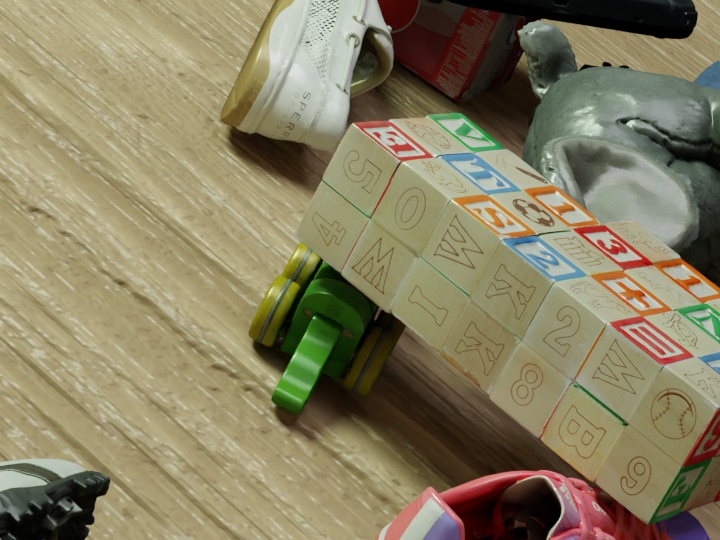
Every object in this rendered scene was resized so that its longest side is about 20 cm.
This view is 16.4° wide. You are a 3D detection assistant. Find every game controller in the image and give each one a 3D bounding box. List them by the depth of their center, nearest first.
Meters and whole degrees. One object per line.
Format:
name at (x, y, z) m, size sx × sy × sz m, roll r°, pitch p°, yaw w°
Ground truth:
game controller at (0.093, -0.165, 1.368) m, size 0.199 × 0.042 × 0.104 m, roll 5°, pitch 21°, yaw -38°

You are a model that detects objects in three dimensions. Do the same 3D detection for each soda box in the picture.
soda box at (0.005, -0.178, 1.408) m, size 0.200 × 0.064 × 0.070 m, roll 36°, pitch 29°, yaw 15°

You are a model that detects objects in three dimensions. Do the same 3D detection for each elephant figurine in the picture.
elephant figurine at (0.114, -0.005, 1.161) m, size 0.154 × 0.142 × 0.200 m, roll 8°, pitch 36°, yaw 28°

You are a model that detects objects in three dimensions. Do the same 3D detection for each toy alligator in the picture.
toy alligator at (0.000, 0.000, 1.115) m, size 0.059 × 0.054 × 0.200 m, roll 28°, pitch 28°, yaw 2°

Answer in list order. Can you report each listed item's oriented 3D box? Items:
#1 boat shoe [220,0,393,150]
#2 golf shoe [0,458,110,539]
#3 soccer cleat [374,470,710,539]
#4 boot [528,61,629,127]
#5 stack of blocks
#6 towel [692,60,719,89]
boat shoe at (-0.017, -0.116, 1.286) m, size 0.069 × 0.071 × 0.200 m, roll 28°, pitch 34°, yaw -6°
golf shoe at (-0.163, 0.087, 0.806) m, size 0.094 × 0.078 × 0.200 m, roll 38°, pitch 29°, yaw 21°
soccer cleat at (0.080, 0.110, 0.980) m, size 0.199 × 0.073 × 0.068 m, roll -4°, pitch 40°, yaw -44°
boot at (0.190, -0.092, 1.421) m, size 0.138 × 0.078 × 0.200 m, roll 28°, pitch 26°, yaw 12°
stack of blocks at (0.084, 0.014, 1.039) m, size 0.200 × 0.059 × 0.115 m, roll 39°, pitch 24°, yaw 24°
towel at (0.226, -0.072, 1.319) m, size 0.111 × 0.049 × 0.200 m, roll 33°, pitch 46°, yaw 17°
